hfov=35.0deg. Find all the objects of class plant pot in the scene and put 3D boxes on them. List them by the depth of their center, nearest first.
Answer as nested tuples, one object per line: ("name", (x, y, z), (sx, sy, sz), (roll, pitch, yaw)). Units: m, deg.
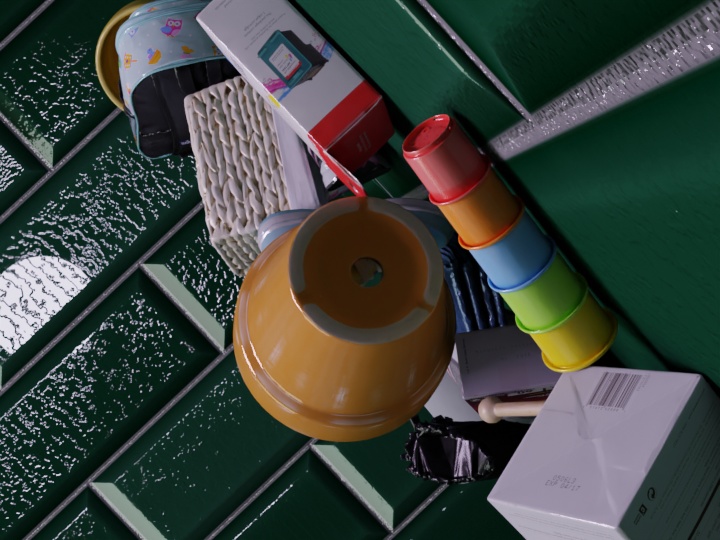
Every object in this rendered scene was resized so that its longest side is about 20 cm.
("plant pot", (-0.007, 0.030, 0.972), (0.200, 0.200, 0.183), (47, 162, 10))
("plant pot", (-0.337, -0.373, 1.947), (0.201, 0.201, 0.189), (47, -167, -21))

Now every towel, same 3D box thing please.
("towel", (0.102, 0.020, 1.238), (0.200, 0.048, 0.112), (-137, 32, -73))

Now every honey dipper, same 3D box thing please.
("honey dipper", (0.162, 0.109, 0.898), (0.038, 0.038, 0.200), (47, 150, -18))

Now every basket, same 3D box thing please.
("basket", (-0.109, -0.106, 1.260), (0.136, 0.123, 0.200), (66, -171, -68))

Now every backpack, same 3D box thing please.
("backpack", (-0.197, -0.236, 1.336), (0.200, 0.176, 0.153), (103, 156, -76))

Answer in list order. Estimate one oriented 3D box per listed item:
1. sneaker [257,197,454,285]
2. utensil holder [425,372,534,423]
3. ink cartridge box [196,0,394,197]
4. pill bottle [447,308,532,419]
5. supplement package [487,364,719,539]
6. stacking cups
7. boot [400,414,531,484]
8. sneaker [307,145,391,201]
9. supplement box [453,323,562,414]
("sneaker", (0.000, 0.000, 1.130), (0.080, 0.200, 0.131), (82, -179, -47))
("utensil holder", (0.147, 0.129, 1.560), (0.200, 0.170, 0.170), (51, 177, -40))
("ink cartridge box", (-0.038, -0.149, 0.963), (0.200, 0.067, 0.116), (47, 180, 10))
("pill bottle", (0.163, 0.104, 1.288), (0.111, 0.111, 0.200), (47, 179, -9))
("supplement package", (0.208, 0.173, 0.774), (0.200, 0.120, 0.121), (48, 154, -25))
("stacking cups", (0.101, -0.018, 0.758), (0.200, 0.060, 0.061), (51, 177, -29))
("boot", (0.154, 0.184, 1.142), (0.198, 0.073, 0.162), (5, 178, 35))
("sneaker", (-0.018, -0.133, 1.218), (0.200, 0.080, 0.086), (126, 119, -86))
("supplement box", (0.151, 0.094, 1.066), (0.200, 0.109, 0.061), (46, -145, -75))
